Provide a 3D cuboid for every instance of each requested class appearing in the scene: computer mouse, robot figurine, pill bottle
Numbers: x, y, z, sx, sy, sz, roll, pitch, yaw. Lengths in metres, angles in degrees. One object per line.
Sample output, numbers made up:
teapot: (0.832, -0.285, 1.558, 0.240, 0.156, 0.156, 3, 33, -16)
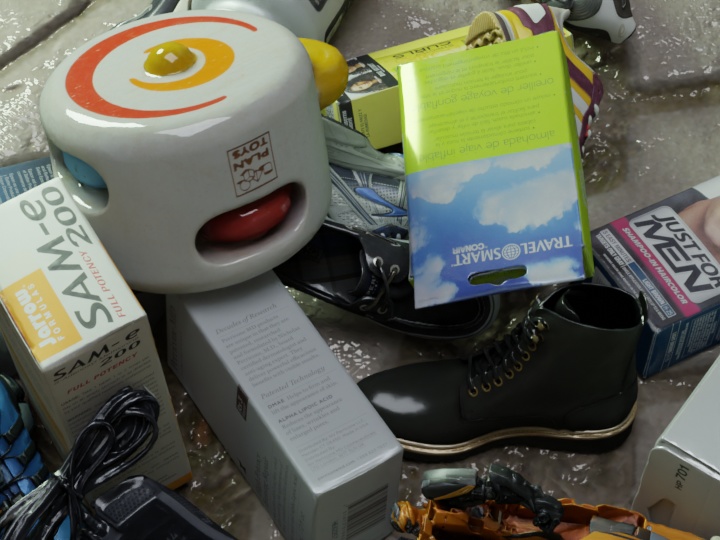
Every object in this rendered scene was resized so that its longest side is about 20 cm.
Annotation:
computer mouse: (-0.120, 0.175, 1.126, 0.200, 0.053, 0.139, 44, 79, -19)
robot figurine: (0.113, 0.180, 1.129, 0.199, 0.145, 0.058, 14, 54, -1)
pill bottle: (-0.066, -0.219, 1.449, 0.110, 0.111, 0.201, 19, 52, 12)

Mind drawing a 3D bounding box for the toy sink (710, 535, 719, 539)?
toy sink: (0.132, 0.240, 1.041, 0.111, 0.201, 0.131, 12, 53, 7)

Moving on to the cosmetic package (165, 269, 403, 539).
cosmetic package: (-0.054, 0.088, 1.216, 0.074, 0.102, 0.200, -25, 56, -23)

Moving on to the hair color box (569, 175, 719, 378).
hair color box: (0.263, -0.010, 1.334, 0.199, 0.061, 0.100, -23, 56, -20)

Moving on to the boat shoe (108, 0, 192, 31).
boat shoe: (-0.149, -0.232, 1.482, 0.062, 0.073, 0.201, 19, 58, 9)

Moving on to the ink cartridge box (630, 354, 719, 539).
ink cartridge box: (0.260, 0.101, 1.191, 0.086, 0.147, 0.200, 30, 56, 17)

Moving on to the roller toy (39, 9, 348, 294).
roller toy: (-0.113, -0.087, 1.219, 0.199, 0.140, 0.183, 0, 35, 12)

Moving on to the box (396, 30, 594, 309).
box: (0.091, -0.062, 1.258, 0.121, 0.048, 0.201, -11, 59, 13)

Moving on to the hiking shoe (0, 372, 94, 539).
hiking shoe: (-0.231, 0.135, 1.167, 0.074, 0.087, 0.200, -38, 56, 1)

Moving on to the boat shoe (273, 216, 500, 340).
boat shoe: (0.000, 0.000, 1.284, 0.199, 0.070, 0.066, 25, 14, 5)

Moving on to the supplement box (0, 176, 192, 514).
supplement box: (-0.176, 0.056, 1.168, 0.073, 0.200, 0.126, -28, 58, -14)

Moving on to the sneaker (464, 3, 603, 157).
sneaker: (0.147, -0.102, 1.360, 0.090, 0.075, 0.201, -12, 85, -26)

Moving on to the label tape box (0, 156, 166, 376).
label tape box: (-0.203, -0.013, 1.311, 0.199, 0.063, 0.145, -15, 54, -16)

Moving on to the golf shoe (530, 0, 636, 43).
golf shoe: (0.171, -0.246, 1.518, 0.094, 0.078, 0.201, 33, 26, -26)

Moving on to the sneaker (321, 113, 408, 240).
sneaker: (0.014, -0.046, 1.349, 0.199, 0.077, 0.086, 24, 89, -4)

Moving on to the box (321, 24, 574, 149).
box: (0.063, -0.147, 1.426, 0.199, 0.050, 0.075, -16, 30, -15)

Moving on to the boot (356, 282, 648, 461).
boot: (0.090, 0.057, 1.222, 0.198, 0.139, 0.078, -4, 52, -5)
